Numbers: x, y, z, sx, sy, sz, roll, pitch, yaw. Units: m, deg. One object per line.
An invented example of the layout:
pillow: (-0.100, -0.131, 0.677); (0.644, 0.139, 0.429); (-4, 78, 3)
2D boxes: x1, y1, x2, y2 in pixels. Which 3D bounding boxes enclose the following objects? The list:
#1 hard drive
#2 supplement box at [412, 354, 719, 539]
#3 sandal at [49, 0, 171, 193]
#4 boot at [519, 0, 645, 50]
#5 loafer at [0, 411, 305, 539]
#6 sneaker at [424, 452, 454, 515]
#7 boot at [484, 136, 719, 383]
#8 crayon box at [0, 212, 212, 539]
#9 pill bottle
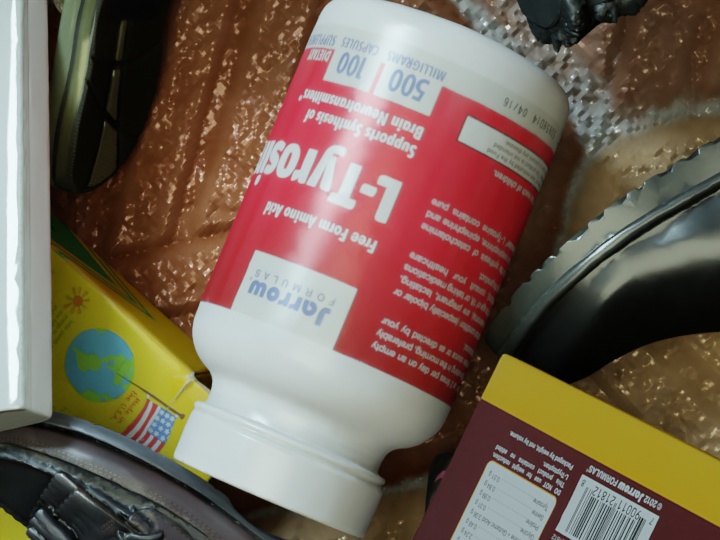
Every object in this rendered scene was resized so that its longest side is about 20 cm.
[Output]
hard drive: (-0.187, -0.026, 1.061); (0.131, 0.026, 0.201); (-14, 69, 31)
supplement box: (0.105, 0.168, 0.926); (0.132, 0.197, 0.201); (26, 90, -31)
sandal: (-0.112, -0.135, 1.088); (0.057, 0.080, 0.202); (21, 96, 26)
boot: (0.053, -0.180, 1.008); (0.073, 0.198, 0.163); (-31, 107, -5)
loafer: (-0.076, 0.124, 1.031); (0.199, 0.072, 0.063); (28, 55, -2)
sneaker: (0.062, 0.181, 1.054); (0.086, 0.080, 0.201); (5, 98, 2)
boot: (0.170, 0.026, 1.013); (0.211, 0.079, 0.158); (-34, 78, 11)
crayon box: (-0.152, 0.048, 1.111); (0.200, 0.051, 0.127); (42, 100, 10)
pill bottle: (0.000, 0.000, 1.027); (0.112, 0.112, 0.201); (21, 85, 12)
